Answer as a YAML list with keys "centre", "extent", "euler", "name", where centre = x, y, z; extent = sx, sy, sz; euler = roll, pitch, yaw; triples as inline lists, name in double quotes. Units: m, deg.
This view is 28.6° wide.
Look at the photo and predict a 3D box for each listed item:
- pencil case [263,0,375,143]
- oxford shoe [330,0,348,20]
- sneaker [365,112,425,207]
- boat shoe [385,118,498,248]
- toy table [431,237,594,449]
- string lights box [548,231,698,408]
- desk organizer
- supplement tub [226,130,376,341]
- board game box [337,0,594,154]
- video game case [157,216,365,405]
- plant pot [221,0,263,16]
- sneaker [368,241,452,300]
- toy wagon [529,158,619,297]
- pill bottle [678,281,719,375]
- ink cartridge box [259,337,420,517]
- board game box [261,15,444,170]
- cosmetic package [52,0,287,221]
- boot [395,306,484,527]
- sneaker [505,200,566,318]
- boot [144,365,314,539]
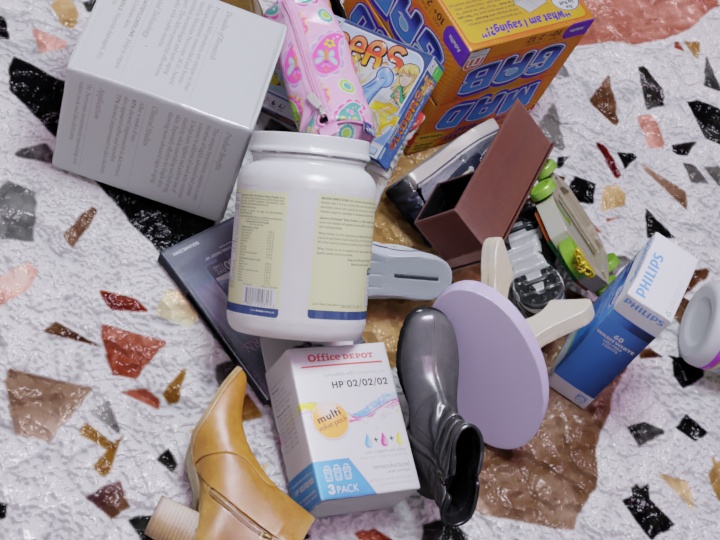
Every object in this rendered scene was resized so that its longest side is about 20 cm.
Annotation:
- centre: [-0.046, -0.214, 1.561]
  extent: [0.087, 0.088, 0.202]
  euler: [-3, 60, -25]
  name: "pencil case"
- centre: [-0.039, -0.249, 1.696]
  extent: [0.072, 0.084, 0.202]
  euler: [2, 61, -27]
  name: "oxford shoe"
- centre: [0.023, -0.154, 1.625]
  extent: [0.070, 0.093, 0.202]
  euler: [29, 63, -37]
  name: "sneaker"
- centre: [0.117, -0.103, 1.686]
  extent: [0.200, 0.074, 0.093]
  euler: [-37, 95, -38]
  name: "boat shoe"
- centre: [0.150, 0.075, 1.521]
  extent: [0.182, 0.202, 0.117]
  euler: [8, 36, 24]
  name: "toy table"
- centre: [0.285, 0.058, 1.560]
  extent: [0.059, 0.200, 0.103]
  euler: [33, 52, 1]
  name: "string lights box"
- centre: [0.143, -0.099, 1.612]
  extent: [0.077, 0.071, 0.201]
  euler: [49, 50, -23]
  name: "desk organizer"
- centre: [-0.058, -0.035, 1.433]
  extent: [0.144, 0.145, 0.202]
  euler: [4, 92, -21]
  name: "supplement tub"
- centre: [0.119, -0.299, 1.722]
  extent: [0.199, 0.200, 0.201]
  euler: [-19, 67, -32]
  name: "board game box"
- centre: [-0.106, 0.033, 1.524]
  extent: [0.142, 0.019, 0.201]
  euler: [-28, 72, -35]
  name: "video game case"
- centre: [-0.207, -0.320, 1.705]
  extent: [0.198, 0.028, 0.202]
  euler: [11, 55, -16]
  name: "plant pot"
- centre: [0.000, 0.000, 1.559]
  extent: [0.198, 0.071, 0.074]
  euler: [12, 90, -19]
  name: "sneaker"
- centre: [0.247, -0.039, 1.645]
  extent: [0.156, 0.039, 0.200]
  euler: [54, 21, -14]
  name: "toy wagon"
- centre: [0.490, 0.090, 1.689]
  extent: [0.198, 0.104, 0.105]
  euler: [18, 53, -12]
  name: "pill bottle"
- centre: [-0.024, 0.142, 1.441]
  extent: [0.114, 0.068, 0.202]
  euler: [-3, 66, -28]
  name: "ink cartridge box"
- centre: [-0.020, -0.214, 1.619]
  extent: [0.199, 0.034, 0.136]
  euler: [26, 83, 30]
  name: "board game box"
- centre: [-0.207, -0.189, 1.524]
  extent: [0.198, 0.168, 0.167]
  euler: [19, 52, -7]
  name: "cosmetic package"
- centre: [0.088, 0.142, 1.409]
  extent: [0.069, 0.132, 0.202]
  euler: [-5, 99, -17]
  name: "boot"
- centre: [0.197, 0.000, 1.648]
  extent: [0.066, 0.091, 0.201]
  euler: [-18, 42, 4]
  name: "sneaker"
- centre: [-0.107, 0.206, 1.374]
  extent: [0.143, 0.071, 0.202]
  euler: [25, 62, -1]
  name: "boot"
